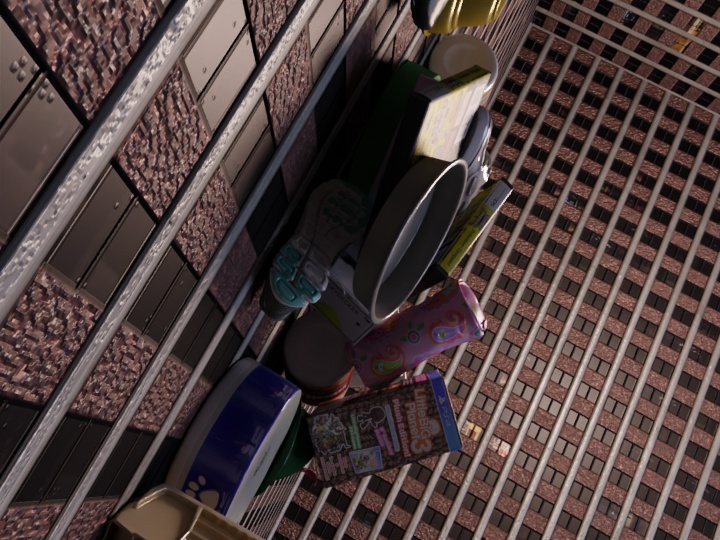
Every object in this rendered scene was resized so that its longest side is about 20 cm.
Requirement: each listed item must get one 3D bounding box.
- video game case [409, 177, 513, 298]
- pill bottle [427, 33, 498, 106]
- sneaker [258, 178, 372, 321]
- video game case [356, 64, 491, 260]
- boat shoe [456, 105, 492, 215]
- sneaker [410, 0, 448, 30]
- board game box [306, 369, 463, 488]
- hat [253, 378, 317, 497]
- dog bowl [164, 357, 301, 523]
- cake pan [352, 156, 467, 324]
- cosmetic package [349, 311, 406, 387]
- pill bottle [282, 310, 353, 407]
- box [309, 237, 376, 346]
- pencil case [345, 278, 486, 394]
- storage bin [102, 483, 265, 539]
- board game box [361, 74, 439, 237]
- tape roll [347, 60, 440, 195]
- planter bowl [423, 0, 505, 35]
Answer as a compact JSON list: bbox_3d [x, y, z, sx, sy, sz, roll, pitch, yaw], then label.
[{"bbox_3d":[0.130,-0.038,1.057,0.182,0.025,0.200,-51,-175,-23],"label":"video game case"},{"bbox_3d":[0.154,-0.285,1.161,0.114,0.110,0.201,-60,173,-19],"label":"pill bottle"},{"bbox_3d":[-0.055,-0.023,0.777,0.091,0.077,0.201,-45,-174,49],"label":"sneaker"},{"bbox_3d":[0.073,-0.122,0.795,0.180,0.025,0.203,-39,153,-52],"label":"video game case"},{"bbox_3d":[0.142,-0.138,0.927,0.202,0.064,0.073,110,-19,-51],"label":"boat shoe"},{"bbox_3d":[0.114,-0.342,0.718,0.203,0.089,0.076,-64,175,20],"label":"sneaker"},{"bbox_3d":[0.036,0.221,1.003,0.159,0.195,0.099,46,28,-84],"label":"board game box"},{"bbox_3d":[-0.071,0.268,1.029,0.168,0.174,0.200,-59,-156,2],"label":"hat"},{"bbox_3d":[-0.149,0.211,0.827,0.203,0.078,0.200,-62,173,-13],"label":"dog bowl"},{"bbox_3d":[0.053,-0.038,0.765,0.201,0.036,0.202,-53,163,-23],"label":"cake pan"},{"bbox_3d":[0.019,0.095,1.210,0.087,0.101,0.206,84,1,-81],"label":"cosmetic package"},{"bbox_3d":[-0.065,0.148,1.097,0.114,0.111,0.201,-60,172,-22],"label":"pill bottle"},{"bbox_3d":[0.000,0.000,0.999,0.060,0.116,0.201,-43,-173,34],"label":"box"},{"bbox_3d":[0.076,0.092,0.962,0.197,0.089,0.087,-31,-178,15],"label":"pencil case"},{"bbox_3d":[-0.170,0.346,0.661,0.203,0.195,0.094,-63,175,9],"label":"storage bin"},{"bbox_3d":[0.069,-0.146,0.907,0.203,0.043,0.200,-67,172,17],"label":"board game box"},{"bbox_3d":[0.047,-0.185,0.970,0.203,0.047,0.201,-62,172,-15],"label":"tape roll"},{"bbox_3d":[0.163,-0.394,0.926,0.203,0.082,0.201,-62,173,-14],"label":"planter bowl"}]
